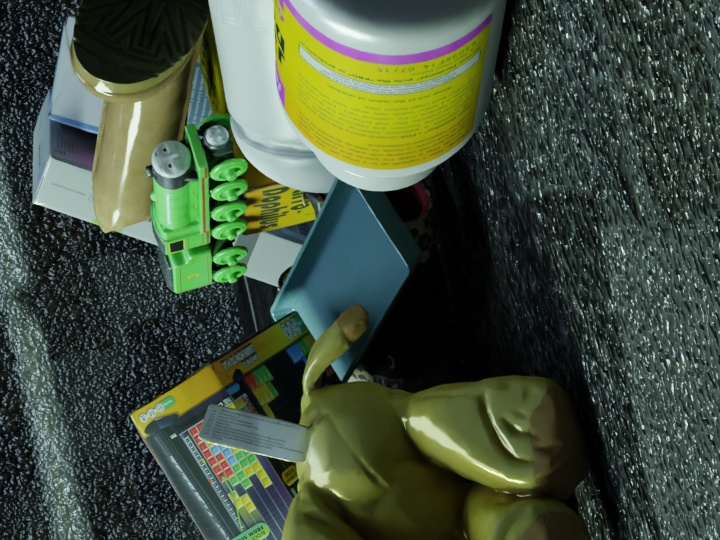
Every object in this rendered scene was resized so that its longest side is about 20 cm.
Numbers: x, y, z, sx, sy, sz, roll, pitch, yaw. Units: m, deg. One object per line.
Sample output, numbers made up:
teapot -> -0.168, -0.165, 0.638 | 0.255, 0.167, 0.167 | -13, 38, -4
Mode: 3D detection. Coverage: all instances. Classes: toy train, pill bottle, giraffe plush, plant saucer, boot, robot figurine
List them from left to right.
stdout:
boot -> -0.127, -0.094, 1.409 | 0.200, 0.066, 0.175 | 108, -173, -45
toy train -> -0.097, -0.036, 1.446 | 0.200, 0.056, 0.042 | 96, 157, -69
robot figurine -> -0.022, -0.126, 1.321 | 0.170, 0.113, 0.201 | 40, 147, 49
plant saucer -> -0.008, 0.009, 1.367 | 0.070, 0.019, 0.200 | 57, 157, 14
boot -> 0.000, 0.000, 1.449 | 0.200, 0.073, 0.151 | 44, 151, 53
pill bottle -> 0.012, -0.108, 1.105 | 0.200, 0.104, 0.105 | 94, 162, -68
giraffe plush -> 0.037, 0.124, 1.197 | 0.200, 0.173, 0.162 | 30, 178, 27

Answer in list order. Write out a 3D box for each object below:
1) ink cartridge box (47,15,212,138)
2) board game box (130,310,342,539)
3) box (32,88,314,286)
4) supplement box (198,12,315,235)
ink cartridge box -> -0.093, -0.112, 1.655 | 0.136, 0.199, 0.077 | 20, 100, 59
board game box -> -0.034, 0.116, 1.319 | 0.166, 0.057, 0.200 | 57, -166, 0
box -> -0.128, -0.056, 1.692 | 0.156, 0.199, 0.041 | -109, 41, -68
supplement box -> -0.045, -0.139, 1.514 | 0.109, 0.109, 0.201 | 103, 153, -76
